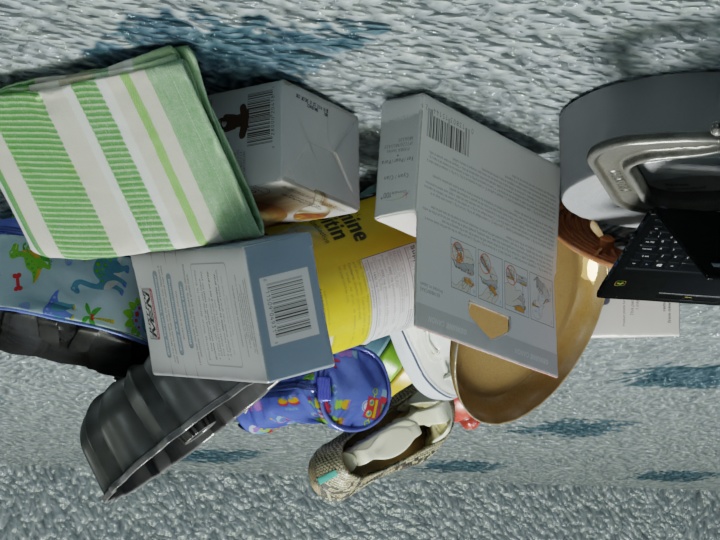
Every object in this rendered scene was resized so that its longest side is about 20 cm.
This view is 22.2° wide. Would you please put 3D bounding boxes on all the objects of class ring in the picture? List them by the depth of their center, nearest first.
[{"bbox_3d":[0.254,-0.033,1.513,0.198,0.019,0.201,6,-157,-3],"label":"ring"}]

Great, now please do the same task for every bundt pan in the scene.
[{"bbox_3d":[-0.157,0.109,1.559,0.201,0.076,0.202,-37,173,-5],"label":"bundt pan"}]

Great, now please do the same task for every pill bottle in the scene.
[{"bbox_3d":[0.000,0.000,1.466,0.198,0.113,0.112,-18,175,-24],"label":"pill bottle"}]

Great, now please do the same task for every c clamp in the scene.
[{"bbox_3d":[0.245,-0.069,1.275,0.169,0.027,0.200,-4,165,12],"label":"c clamp"}]

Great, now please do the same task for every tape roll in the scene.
[{"bbox_3d":[0.250,-0.088,1.396,0.198,0.067,0.200,0,167,0],"label":"tape roll"}]

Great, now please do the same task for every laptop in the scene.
[{"bbox_3d":[0.287,0.015,1.326,0.175,0.104,0.201,4,149,-12],"label":"laptop"}]

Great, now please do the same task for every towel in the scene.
[{"bbox_3d":[-0.180,-0.079,1.322,0.198,0.154,0.023,-8,-150,27],"label":"towel"}]

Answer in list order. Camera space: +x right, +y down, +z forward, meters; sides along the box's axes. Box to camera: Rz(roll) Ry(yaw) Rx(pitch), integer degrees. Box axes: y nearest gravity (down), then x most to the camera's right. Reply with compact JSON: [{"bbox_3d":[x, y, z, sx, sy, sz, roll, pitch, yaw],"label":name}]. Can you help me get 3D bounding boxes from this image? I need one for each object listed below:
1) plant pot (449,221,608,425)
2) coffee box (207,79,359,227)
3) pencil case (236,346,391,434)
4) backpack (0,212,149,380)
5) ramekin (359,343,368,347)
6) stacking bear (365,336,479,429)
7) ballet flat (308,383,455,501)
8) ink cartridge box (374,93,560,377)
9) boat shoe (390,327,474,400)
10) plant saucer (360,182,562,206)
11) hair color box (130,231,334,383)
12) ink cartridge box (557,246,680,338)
[{"bbox_3d":[0.142,0.038,1.596,0.027,0.202,0.199,29,-172,38],"label":"plant pot"},{"bbox_3d":[-0.113,-0.078,1.391,0.198,0.081,0.114,-8,165,30],"label":"coffee box"},{"bbox_3d":[-0.053,0.111,1.702,0.086,0.079,0.199,-4,178,-31],"label":"pencil case"},{"bbox_3d":[-0.245,0.007,1.585,0.181,0.149,0.200,11,170,-7],"label":"backpack"},{"bbox_3d":[-0.069,0.007,1.642,0.198,0.099,0.201,10,171,2],"label":"ramekin"},{"bbox_3d":[0.044,0.079,1.809,0.199,0.122,0.114,31,153,-9],"label":"stacking bear"},{"bbox_3d":[0.038,0.150,1.684,0.199,0.068,0.075,-28,178,-41],"label":"ballet flat"},{"bbox_3d":[0.085,-0.021,1.407,0.044,0.178,0.199,-8,162,36],"label":"ink cartridge box"},{"bbox_3d":[0.077,0.044,1.615,0.085,0.075,0.203,-2,137,26],"label":"boat shoe"},{"bbox_3d":[0.083,-0.055,1.611,0.198,0.028,0.200,0,166,0],"label":"plant saucer"},{"bbox_3d":[-0.099,0.028,1.378,0.060,0.100,0.199,-13,-174,-30],"label":"hair color box"},{"bbox_3d":[0.192,0.020,1.741,0.197,0.085,0.145,-1,-179,-1],"label":"ink cartridge box"}]
